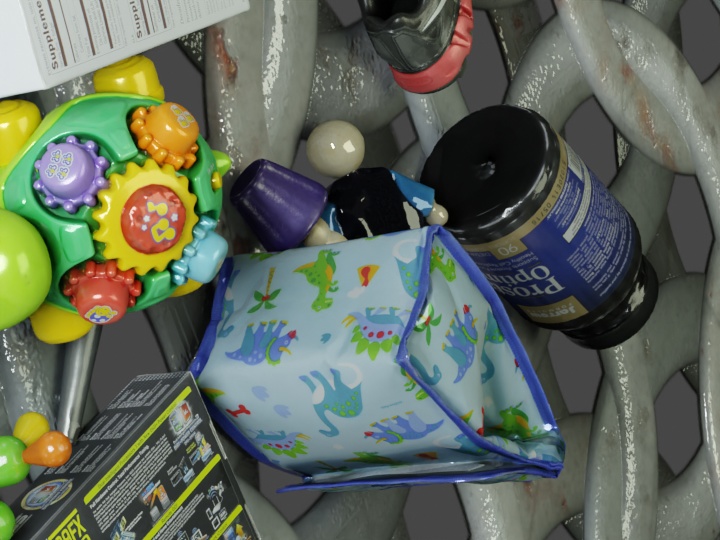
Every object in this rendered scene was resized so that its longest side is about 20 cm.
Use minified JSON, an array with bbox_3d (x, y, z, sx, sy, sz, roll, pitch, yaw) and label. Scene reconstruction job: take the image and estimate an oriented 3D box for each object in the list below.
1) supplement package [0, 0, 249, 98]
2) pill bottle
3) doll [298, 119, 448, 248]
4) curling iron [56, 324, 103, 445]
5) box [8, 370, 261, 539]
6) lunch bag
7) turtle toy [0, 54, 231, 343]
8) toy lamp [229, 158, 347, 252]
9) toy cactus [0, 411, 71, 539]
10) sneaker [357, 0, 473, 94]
[{"bbox_3d":[-0.172,-0.168,1.457,0.200,0.113,0.110,-30,108,-53],"label":"supplement package"},{"bbox_3d":[0.137,-0.026,1.900,0.200,0.111,0.112,43,50,-44],"label":"pill bottle"},{"bbox_3d":[0.007,-0.005,1.753,0.136,0.048,0.201,-24,104,-33],"label":"doll"},{"bbox_3d":[-0.150,0.008,1.534,0.050,0.025,0.201,35,56,-45],"label":"curling iron"},{"bbox_3d":[-0.134,0.177,1.513,0.200,0.044,0.161,-49,124,-49],"label":"box"},{"bbox_3d":[0.015,0.078,1.642,0.200,0.169,0.128,48,46,-43],"label":"lunch bag"},{"bbox_3d":[-0.154,-0.026,1.444,0.199,0.101,0.146,-24,111,-26],"label":"turtle toy"},{"bbox_3d":[0.000,0.000,1.691,0.200,0.058,0.058,37,50,-18],"label":"toy lamp"},{"bbox_3d":[-0.238,0.117,1.338,0.165,0.102,0.201,27,70,-41],"label":"toy cactus"},{"bbox_3d":[0.041,-0.230,1.828,0.098,0.071,0.201,33,59,-52],"label":"sneaker"}]
